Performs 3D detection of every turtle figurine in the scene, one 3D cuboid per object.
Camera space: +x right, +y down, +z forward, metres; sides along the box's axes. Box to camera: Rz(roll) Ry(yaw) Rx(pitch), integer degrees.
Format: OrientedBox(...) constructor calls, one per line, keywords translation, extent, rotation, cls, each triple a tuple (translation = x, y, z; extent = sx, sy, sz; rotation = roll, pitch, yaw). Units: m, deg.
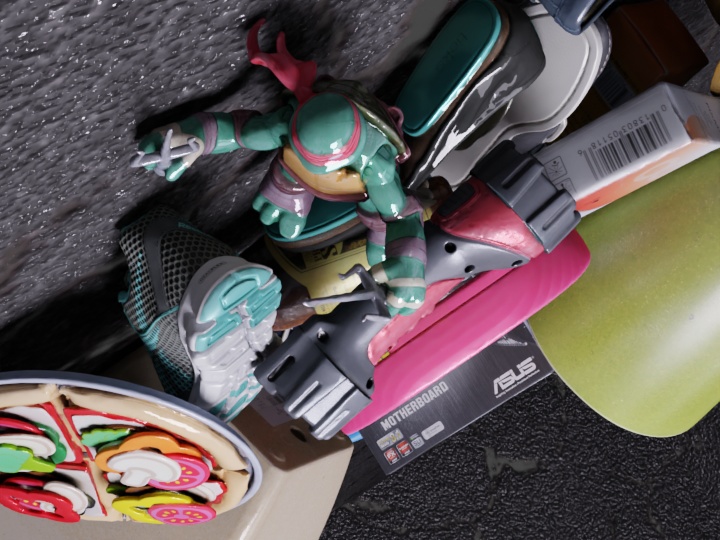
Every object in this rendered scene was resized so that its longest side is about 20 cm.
OrientedBox(translation=(-0.018, -0.043, 0.616), extent=(0.101, 0.150, 0.200), rotation=(-53, 172, 0), cls="turtle figurine")

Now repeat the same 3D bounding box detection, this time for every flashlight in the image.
OrientedBox(translation=(0.036, 0.015, 0.738), extent=(0.200, 0.068, 0.068), rotation=(-45, 159, 1), cls="flashlight")

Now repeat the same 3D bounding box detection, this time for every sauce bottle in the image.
OrientedBox(translation=(-0.030, 0.000, 0.801), extent=(0.200, 0.066, 0.066), rotation=(-21, 167, -2), cls="sauce bottle")

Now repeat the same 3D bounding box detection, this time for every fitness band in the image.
OrientedBox(translation=(0.063, 0.039, 0.830), extent=(0.200, 0.037, 0.144), rotation=(-36, -179, 6), cls="fitness band")

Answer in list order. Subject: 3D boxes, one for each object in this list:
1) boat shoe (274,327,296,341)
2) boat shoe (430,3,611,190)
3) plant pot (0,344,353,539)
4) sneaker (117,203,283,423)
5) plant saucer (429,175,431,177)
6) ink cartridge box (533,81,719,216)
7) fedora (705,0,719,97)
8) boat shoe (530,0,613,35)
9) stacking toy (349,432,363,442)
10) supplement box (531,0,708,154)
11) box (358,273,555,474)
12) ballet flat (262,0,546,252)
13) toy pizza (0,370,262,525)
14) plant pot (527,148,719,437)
OrientedBox(translation=(0.000, 0.000, 0.885), extent=(0.075, 0.093, 0.200), rotation=(-24, 163, -44), cls="boat shoe")
OrientedBox(translation=(0.104, -0.112, 0.803), extent=(0.060, 0.074, 0.200), rotation=(-29, 168, -29), cls="boat shoe")
OrientedBox(translation=(-0.125, 0.153, 0.931), extent=(0.177, 0.200, 0.200), rotation=(-52, 163, 14), cls="plant pot")
OrientedBox(translation=(-0.097, 0.029, 0.734), extent=(0.078, 0.091, 0.200), rotation=(-40, 162, -27), cls="sneaker")
OrientedBox(translation=(0.100, -0.108, 0.932), extent=(0.070, 0.019, 0.200), rotation=(-24, 162, -41), cls="plant saucer")
OrientedBox(translation=(0.184, -0.066, 0.898), extent=(0.162, 0.050, 0.200), rotation=(-29, 164, 29), cls="ink cartridge box")
OrientedBox(translation=(0.291, -0.212, 0.888), extent=(0.201, 0.082, 0.201), rotation=(-41, 164, -14), cls="fedora")
OrientedBox(translation=(0.175, -0.202, 0.685), extent=(0.200, 0.062, 0.075), rotation=(-35, 166, -7), cls="boat shoe")
OrientedBox(translation=(0.008, 0.079, 1.216), extent=(0.116, 0.110, 0.200), rotation=(-25, -175, 30), cls="stacking toy")
OrientedBox(translation=(0.166, -0.115, 0.971), extent=(0.066, 0.069, 0.200), rotation=(-20, 162, -44), cls="supplement box")
OrientedBox(translation=(0.054, 0.052, 1.026), extent=(0.200, 0.159, 0.048), rotation=(-37, 171, 37), cls="box")
OrientedBox(translation=(0.032, -0.071, 0.742), extent=(0.200, 0.068, 0.068), rotation=(-41, 141, 22), cls="ballet flat")
OrientedBox(translation=(-0.158, 0.118, 0.755), extent=(0.200, 0.032, 0.200), rotation=(5, 148, 3), cls="toy pizza")
OrientedBox(translation=(0.250, -0.007, 0.928), extent=(0.187, 0.187, 0.200), rotation=(-23, 163, -45), cls="plant pot")
